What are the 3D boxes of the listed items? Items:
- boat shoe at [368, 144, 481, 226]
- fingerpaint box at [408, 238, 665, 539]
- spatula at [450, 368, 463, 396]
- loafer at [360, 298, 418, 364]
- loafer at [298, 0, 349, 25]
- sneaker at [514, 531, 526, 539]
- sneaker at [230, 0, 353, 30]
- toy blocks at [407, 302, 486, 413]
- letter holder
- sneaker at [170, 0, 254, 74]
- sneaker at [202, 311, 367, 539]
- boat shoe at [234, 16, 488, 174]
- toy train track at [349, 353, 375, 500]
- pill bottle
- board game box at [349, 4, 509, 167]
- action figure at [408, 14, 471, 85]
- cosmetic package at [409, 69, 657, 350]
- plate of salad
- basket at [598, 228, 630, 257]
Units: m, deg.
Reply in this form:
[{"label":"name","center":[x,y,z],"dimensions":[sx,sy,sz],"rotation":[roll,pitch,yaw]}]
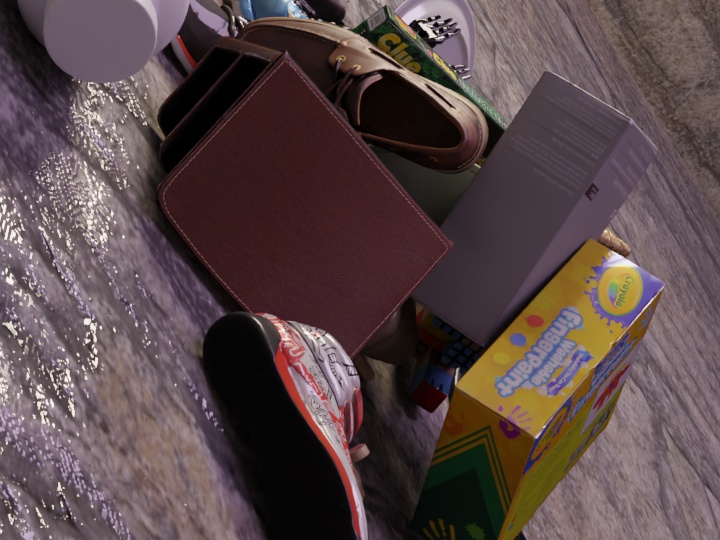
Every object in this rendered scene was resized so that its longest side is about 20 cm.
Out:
[{"label":"boat shoe","center":[0.001,-0.079,1.514],"dimensions":[0.199,0.076,0.060],"rotation":[9,28,-19]},{"label":"fingerpaint box","center":[0.129,0.099,1.481],"dimensions":[0.073,0.167,0.200],"rotation":[32,48,16]},{"label":"spatula","center":[0.089,0.117,1.718],"dimensions":[0.200,0.020,0.057],"rotation":[-95,165,-57]},{"label":"loafer","center":[0.000,0.000,1.551],"dimensions":[0.200,0.076,0.068],"rotation":[-98,164,-48]},{"label":"loafer","center":[-0.043,-0.237,1.778],"dimensions":[0.200,0.071,0.073],"rotation":[56,17,-23]},{"label":"sneaker","center":[0.115,0.259,1.537],"dimensions":[0.201,0.066,0.078],"rotation":[59,-11,6]},{"label":"sneaker","center":[-0.043,-0.184,1.663],"dimensions":[0.078,0.090,0.201],"rotation":[33,34,-58]},{"label":"toy blocks","center":[0.088,0.023,1.623],"dimensions":[0.100,0.200,0.137],"rotation":[33,35,-10]},{"label":"letter holder","center":[-0.059,-0.039,1.401],"dimensions":[0.200,0.142,0.100],"rotation":[47,-12,-29]},{"label":"sneaker","center":[-0.083,-0.168,1.533],"dimensions":[0.200,0.082,0.077],"rotation":[50,21,-39]},{"label":"sneaker","center":[-0.023,0.119,1.287],"dimensions":[0.108,0.067,0.202],"rotation":[10,51,-60]},{"label":"boat shoe","center":[-0.002,-0.130,1.441],"dimensions":[0.199,0.072,0.068],"rotation":[25,5,6]},{"label":"toy train track","center":[-0.009,0.096,1.438],"dimensions":[0.115,0.032,0.200],"rotation":[60,16,-10]},{"label":"pill bottle","center":[-0.164,-0.205,1.295],"dimensions":[0.111,0.110,0.200],"rotation":[51,21,-34]},{"label":"board game box","center":[0.042,-0.112,1.546],"dimensions":[0.200,0.105,0.024],"rotation":[41,27,-37]},{"label":"action figure","center":[0.048,-0.105,1.642],"dimensions":[0.200,0.102,0.119],"rotation":[107,-31,-49]},{"label":"cosmetic package","center":[0.126,-0.037,1.496],"dimensions":[0.090,0.201,0.107],"rotation":[32,2,21]},{"label":"plate of salad","center":[0.036,-0.158,1.771],"dimensions":[0.048,0.201,0.200],"rotation":[27,-1,28]},{"label":"basket","center":[0.159,-0.056,1.978],"dimensions":[0.200,0.149,0.143],"rotation":[17,48,-66]}]
